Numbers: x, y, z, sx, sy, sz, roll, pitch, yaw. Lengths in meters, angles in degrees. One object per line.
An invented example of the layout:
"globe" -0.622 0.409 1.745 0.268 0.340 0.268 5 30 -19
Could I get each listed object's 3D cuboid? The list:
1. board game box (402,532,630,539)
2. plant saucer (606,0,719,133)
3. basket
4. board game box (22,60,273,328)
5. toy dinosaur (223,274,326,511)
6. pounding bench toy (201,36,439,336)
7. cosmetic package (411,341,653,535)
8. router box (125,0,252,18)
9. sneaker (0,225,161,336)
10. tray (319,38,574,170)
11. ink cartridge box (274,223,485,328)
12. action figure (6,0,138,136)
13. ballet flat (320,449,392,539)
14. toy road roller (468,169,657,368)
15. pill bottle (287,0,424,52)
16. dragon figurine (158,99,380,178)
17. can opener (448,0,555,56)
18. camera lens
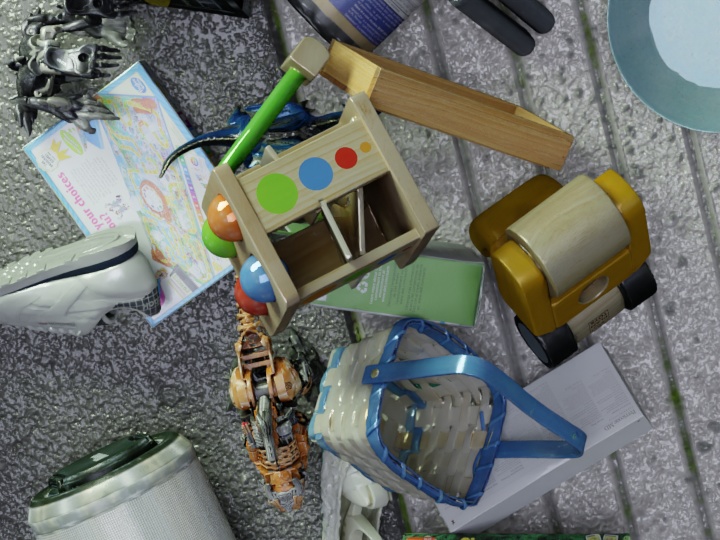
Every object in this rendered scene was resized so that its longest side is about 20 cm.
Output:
"board game box" 0.138 0.261 1.698 0.199 0.105 0.024 0 60 4
"plant saucer" 0.313 -0.220 1.651 0.200 0.039 0.202 1 97 5
"basket" 0.068 0.119 1.604 0.200 0.176 0.140 -1 61 41
"board game box" -0.190 -0.069 1.710 0.134 0.034 0.200 -35 94 8
"toy dinosaur" -0.075 0.105 1.673 0.102 0.136 0.201 9 98 4
"pounding bench toy" -0.060 -0.071 1.534 0.156 0.124 0.200 -27 82 -14
"cosmetic package" 0.153 0.154 1.691 0.200 0.051 0.083 -32 61 8
"router box" -0.176 -0.258 1.600 0.157 0.200 0.052 8 91 2
"sneaker" -0.273 0.026 1.696 0.199 0.076 0.081 -13 113 27
"tray" 0.073 -0.138 1.603 0.199 0.099 0.037 17 102 -30
"ink cartridge box" 0.000 0.000 1.653 0.199 0.104 0.060 8 98 -8
"action figure" -0.246 -0.178 1.640 0.102 0.200 0.119 12 79 -21
"ballet flat" 0.001 0.221 1.714 0.071 0.072 0.201 6 102 3
"toy road roller" 0.158 -0.025 1.616 0.123 0.200 0.146 -36 62 -8
"pill bottle" 0.029 -0.283 1.627 0.200 0.112 0.112 -44 92 8
"dragon figurine" -0.074 -0.117 1.650 0.199 0.099 0.059 -6 96 -14
"can opener" 0.103 -0.231 1.592 0.053 0.200 0.067 -48 48 11
"camera lens" -0.191 0.255 1.688 0.160 0.160 0.201 -24 95 7
